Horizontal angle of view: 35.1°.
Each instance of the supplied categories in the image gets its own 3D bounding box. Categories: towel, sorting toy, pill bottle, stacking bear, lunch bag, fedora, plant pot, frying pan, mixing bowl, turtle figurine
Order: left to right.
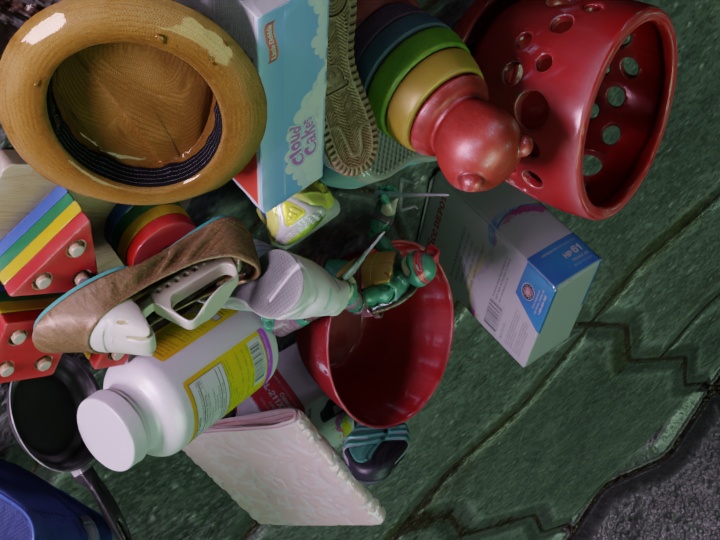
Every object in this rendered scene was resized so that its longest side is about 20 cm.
[{"bbox_3d":[-0.323,0.259,1.047,0.132,0.198,0.138,24,90,-62],"label":"lunch bag"},{"bbox_3d":[-0.259,0.155,1.054,0.031,0.116,0.191,-18,121,29],"label":"frying pan"},{"bbox_3d":[-0.233,0.003,0.949,0.198,0.070,0.200,-5,134,-49],"label":"sorting toy"},{"bbox_3d":[-0.159,-0.133,0.809,0.196,0.083,0.202,-5,142,-4],"label":"fedora"},{"bbox_3d":[-0.174,0.107,1.086,0.199,0.104,0.105,-35,156,-47],"label":"pill bottle"},{"bbox_3d":[-0.091,0.227,1.293,0.201,0.188,0.033,53,43,-36],"label":"towel"},{"bbox_3d":[0.000,0.062,1.254,0.198,0.107,0.204,-9,103,-45],"label":"mixing bowl"},{"bbox_3d":[0.000,0.000,1.094,0.197,0.102,0.151,-17,-152,28],"label":"turtle figurine"},{"bbox_3d":[0.062,-0.146,0.981,0.120,0.200,0.114,-32,151,-16],"label":"stacking bear"},{"bbox_3d":[0.182,-0.172,1.091,0.199,0.181,0.203,-34,137,-39],"label":"plant pot"}]

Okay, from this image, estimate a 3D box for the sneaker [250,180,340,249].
[{"bbox_3d":[-0.073,-0.080,1.048,0.075,0.106,0.200,-34,-178,-4],"label":"sneaker"}]

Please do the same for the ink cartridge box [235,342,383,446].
[{"bbox_3d":[-0.049,0.148,1.376,0.198,0.083,0.147,-29,149,-24],"label":"ink cartridge box"}]

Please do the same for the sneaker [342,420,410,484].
[{"bbox_3d":[0.023,0.209,1.269,0.200,0.073,0.089,-74,160,-74],"label":"sneaker"}]

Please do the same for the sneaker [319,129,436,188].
[{"bbox_3d":[0.023,-0.129,1.122,0.081,0.075,0.199,-9,-171,37],"label":"sneaker"}]

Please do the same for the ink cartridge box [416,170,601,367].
[{"bbox_3d":[0.162,-0.016,1.298,0.084,0.200,0.146,-29,151,-29],"label":"ink cartridge box"}]

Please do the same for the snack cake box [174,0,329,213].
[{"bbox_3d":[-0.083,-0.158,0.867,0.067,0.115,0.202,-33,151,-25],"label":"snack cake box"}]

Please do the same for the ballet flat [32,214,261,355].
[{"bbox_3d":[-0.163,0.026,0.919,0.198,0.072,0.068,-29,149,-25],"label":"ballet flat"}]

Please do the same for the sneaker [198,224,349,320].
[{"bbox_3d":[-0.089,0.009,1.013,0.079,0.199,0.072,16,93,-42],"label":"sneaker"}]

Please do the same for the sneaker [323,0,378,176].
[{"bbox_3d":[-0.049,-0.182,0.946,0.069,0.108,0.203,-25,118,-24],"label":"sneaker"}]
